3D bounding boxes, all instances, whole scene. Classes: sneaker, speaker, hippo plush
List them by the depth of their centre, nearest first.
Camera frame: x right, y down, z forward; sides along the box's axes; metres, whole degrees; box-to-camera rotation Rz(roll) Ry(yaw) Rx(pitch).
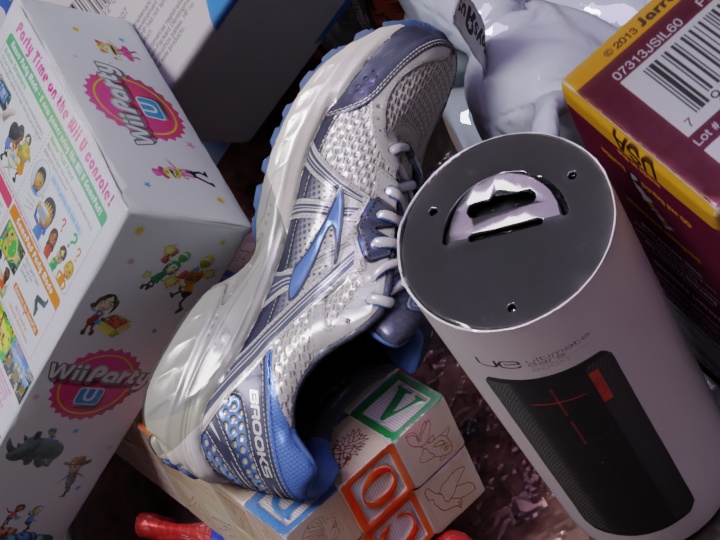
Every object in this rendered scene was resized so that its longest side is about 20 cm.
[{"bbox_3d":[0.084,0.033,0.629,0.081,0.200,0.082,-12,55,18],"label":"speaker"},{"bbox_3d":[0.000,0.000,0.639,0.085,0.077,0.201,21,82,32],"label":"sneaker"},{"bbox_3d":[0.112,-0.113,0.729,0.160,0.200,0.160,-26,74,-2],"label":"hippo plush"}]

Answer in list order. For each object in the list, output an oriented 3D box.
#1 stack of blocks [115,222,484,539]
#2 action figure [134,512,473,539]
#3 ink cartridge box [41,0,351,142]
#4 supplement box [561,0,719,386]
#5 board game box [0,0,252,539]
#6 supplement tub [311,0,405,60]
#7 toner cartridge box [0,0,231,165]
[{"bbox_3d":[-0.037,0.056,0.723,0.115,0.059,0.200,-40,38,-19],"label":"stack of blocks"},{"bbox_3d":[-0.009,0.137,0.704,0.199,0.052,0.066,-1,64,32],"label":"action figure"},{"bbox_3d":[-0.095,-0.181,0.778,0.146,0.084,0.200,-50,64,29],"label":"ink cartridge box"},{"bbox_3d":[0.165,-0.029,0.631,0.110,0.200,0.086,-41,53,-3],"label":"supplement box"},{"bbox_3d":[-0.142,0.008,0.715,0.201,0.064,0.148,-57,45,27],"label":"board game box"},{"bbox_3d":[-0.038,-0.177,0.871,0.199,0.123,0.123,14,67,30],"label":"supplement tub"},{"bbox_3d":[-0.155,-0.121,0.833,0.043,0.199,0.095,-54,16,21],"label":"toner cartridge box"}]
